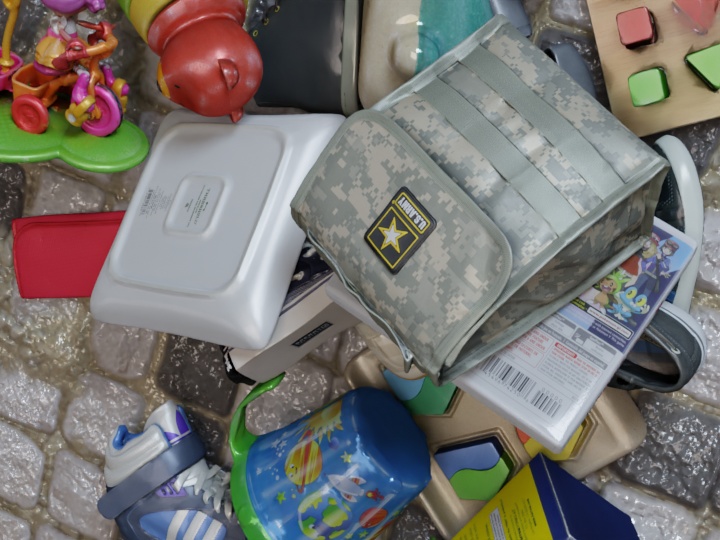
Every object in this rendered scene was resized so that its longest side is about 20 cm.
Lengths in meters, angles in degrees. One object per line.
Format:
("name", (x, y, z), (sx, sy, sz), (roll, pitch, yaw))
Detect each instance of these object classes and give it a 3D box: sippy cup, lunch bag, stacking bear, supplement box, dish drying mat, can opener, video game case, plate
("sippy cup", (-0.016, 0.166, 0.912), (0.177, 0.141, 0.130), (29, 123, -35))
("lunch bag", (0.070, -0.042, 0.734), (0.199, 0.118, 0.164), (-36, 64, -12))
("stacking bear", (-0.140, -0.213, 0.884), (0.112, 0.122, 0.202), (-19, 72, -15))
("supplement box", (0.125, 0.268, 0.891), (0.108, 0.110, 0.200), (35, 109, -18))
("dish drying mat", (-0.229, -0.015, 1.018), (0.197, 0.018, 0.078), (-2, 99, 17))
("can opener", (0.125, -0.193, 0.874), (0.066, 0.053, 0.202), (-21, 91, -17))
("video game case", (0.106, 0.000, 0.788), (0.199, 0.023, 0.183), (33, 71, 19))
("plate", (-0.124, -0.046, 0.896), (0.198, 0.032, 0.202), (7, 70, 36))

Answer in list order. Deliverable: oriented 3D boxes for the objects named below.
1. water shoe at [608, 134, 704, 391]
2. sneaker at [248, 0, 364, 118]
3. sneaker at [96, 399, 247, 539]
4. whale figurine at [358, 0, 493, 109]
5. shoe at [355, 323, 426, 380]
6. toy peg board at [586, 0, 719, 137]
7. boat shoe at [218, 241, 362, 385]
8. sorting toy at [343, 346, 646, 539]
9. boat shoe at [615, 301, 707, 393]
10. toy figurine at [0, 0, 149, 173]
("water shoe", (0.206, 0.000, 0.840), (0.078, 0.072, 0.203), (0, 109, -2))
("sneaker", (-0.041, -0.225, 0.898), (0.105, 0.075, 0.203), (6, 100, 18))
("sneaker", (-0.140, 0.188, 0.990), (0.197, 0.080, 0.149), (-5, 101, 23))
("whale figurine", (0.056, -0.195, 0.800), (0.102, 0.161, 0.201), (7, 138, -4))
("shoe", (0.000, 0.000, 0.917), (0.069, 0.053, 0.202), (-31, 80, 25))
("toy peg board", (0.258, -0.213, 0.797), (0.197, 0.098, 0.202), (-13, 95, 18))
("boat shoe", (-0.035, 0.001, 0.870), (0.198, 0.075, 0.094), (-31, 63, 11))
("sorting toy", (0.107, 0.109, 0.926), (0.199, 0.036, 0.186), (-34, 88, 19))
("boat shoe", (0.154, 0.028, 0.814), (0.198, 0.057, 0.069), (24, 119, 18))
("toy figurine", (-0.256, -0.196, 0.899), (0.198, 0.151, 0.186), (21, 127, 9))
